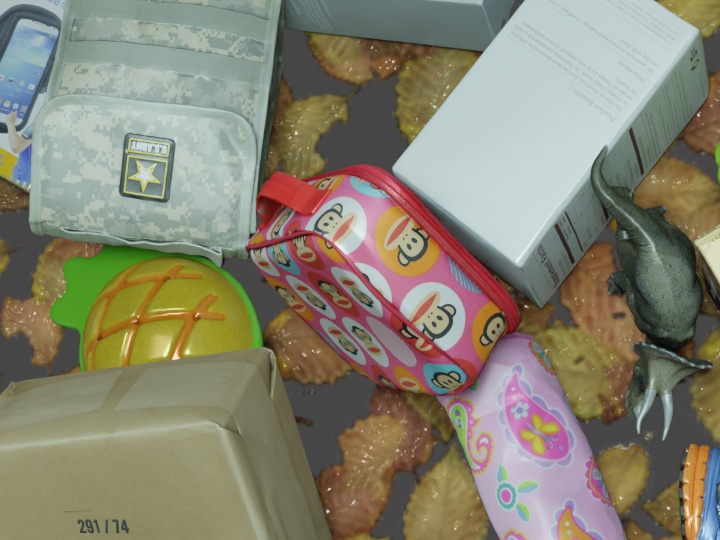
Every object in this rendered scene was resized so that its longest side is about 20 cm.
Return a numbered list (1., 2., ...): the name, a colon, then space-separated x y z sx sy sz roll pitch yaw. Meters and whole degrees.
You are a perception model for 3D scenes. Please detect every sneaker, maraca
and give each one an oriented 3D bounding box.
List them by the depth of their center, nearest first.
1. sneaker: 0.247 0.209 1.103 0.077 0.075 0.203 -4 76 11
2. maraca: -0.148 0.042 1.244 0.137 0.107 0.200 -39 57 -3

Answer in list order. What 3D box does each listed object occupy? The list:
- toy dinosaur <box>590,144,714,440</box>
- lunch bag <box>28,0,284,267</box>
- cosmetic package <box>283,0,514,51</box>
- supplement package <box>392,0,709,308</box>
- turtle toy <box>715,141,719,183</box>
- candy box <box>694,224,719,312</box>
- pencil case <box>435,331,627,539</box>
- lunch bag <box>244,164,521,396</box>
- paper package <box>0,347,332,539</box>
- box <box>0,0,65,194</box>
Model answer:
1. toy dinosaur: 0.199 0.002 1.141 0.076 0.202 0.103 -14 37 -5
2. lunch bag: -0.145 -0.108 1.246 0.162 0.118 0.202 7 66 0
3. cosmetic package: 0.017 -0.234 1.283 0.198 0.090 0.108 6 73 20
4. supplement package: 0.135 -0.097 1.194 0.117 0.117 0.201 38 87 21
5. turtle toy: 0.318 -0.080 1.124 0.101 0.199 0.146 43 60 -16
6. candy box: 0.288 0.066 1.106 0.056 0.117 0.201 -30 70 6
7. pencil case: 0.117 0.141 1.154 0.087 0.087 0.202 -27 69 7
8. lunch bag: 0.000 0.000 1.140 0.176 0.200 0.082 44 75 -14
9. paper package: -0.136 0.163 1.152 0.198 0.104 0.193 -9 112 20
10. box: -0.249 -0.168 1.364 0.118 0.041 0.202 28 86 21
